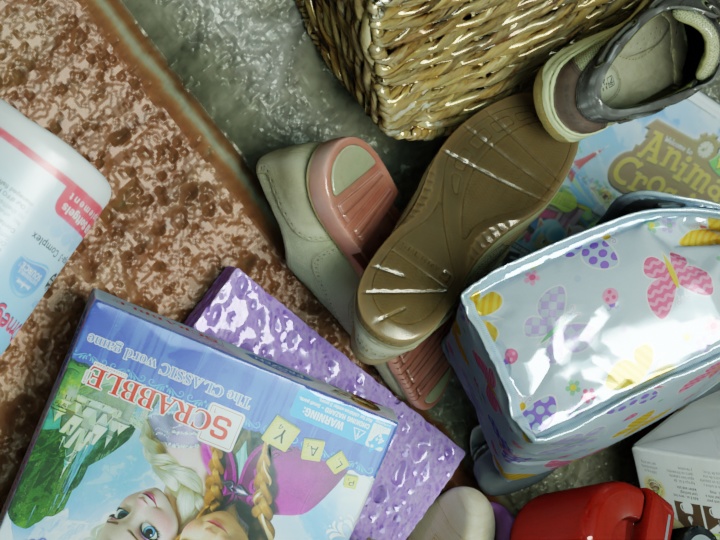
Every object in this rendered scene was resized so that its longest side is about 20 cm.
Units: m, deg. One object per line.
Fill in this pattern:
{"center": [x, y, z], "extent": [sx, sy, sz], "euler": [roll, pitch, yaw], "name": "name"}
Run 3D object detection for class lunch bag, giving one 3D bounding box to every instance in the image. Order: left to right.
{"center": [0.157, 0.029, 1.637], "extent": [0.199, 0.170, 0.128], "euler": [-22, 80, -6], "name": "lunch bag"}

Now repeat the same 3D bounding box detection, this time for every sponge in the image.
{"center": [-0.041, 0.099, 1.705], "extent": [0.200, 0.030, 0.112], "euler": [39, 83, -20], "name": "sponge"}

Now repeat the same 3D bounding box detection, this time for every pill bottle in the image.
{"center": [-0.239, 0.003, 1.578], "extent": [0.109, 0.109, 0.201], "euler": [36, 84, -20], "name": "pill bottle"}

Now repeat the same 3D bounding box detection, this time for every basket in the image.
{"center": [0.061, -0.187, 1.693], "extent": [0.199, 0.149, 0.143], "euler": [-26, 138, -16], "name": "basket"}

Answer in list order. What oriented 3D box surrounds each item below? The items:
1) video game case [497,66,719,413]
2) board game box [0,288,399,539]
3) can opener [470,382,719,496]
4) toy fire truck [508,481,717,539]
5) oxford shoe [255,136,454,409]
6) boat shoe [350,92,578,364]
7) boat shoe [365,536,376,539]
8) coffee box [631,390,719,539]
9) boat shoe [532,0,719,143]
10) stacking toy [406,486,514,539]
{"center": [0.187, -0.022, 1.744], "extent": [0.199, 0.022, 0.183], "euler": [30, 100, -27], "name": "video game case"}
{"center": [-0.106, 0.141, 1.645], "extent": [0.199, 0.041, 0.201], "euler": [22, 97, -9], "name": "board game box"}
{"center": [0.163, 0.089, 1.735], "extent": [0.199, 0.067, 0.054], "euler": [-24, 126, 3], "name": "can opener"}
{"center": [0.101, 0.201, 1.632], "extent": [0.200, 0.128, 0.177], "euler": [36, 55, -36], "name": "toy fire truck"}
{"center": [0.000, 0.000, 1.697], "extent": [0.071, 0.073, 0.201], "euler": [-49, 128, -38], "name": "oxford shoe"}
{"center": [0.057, -0.027, 1.654], "extent": [0.071, 0.065, 0.200], "euler": [40, 65, 5], "name": "boat shoe"}
{"center": [-0.008, 0.261, 1.692], "extent": [0.067, 0.072, 0.201], "euler": [21, 104, 8], "name": "boat shoe"}
{"center": [0.252, 0.182, 1.762], "extent": [0.114, 0.079, 0.201], "euler": [-31, 115, -40], "name": "coffee box"}
{"center": [0.193, -0.135, 1.655], "extent": [0.200, 0.065, 0.074], "euler": [-37, 112, -27], "name": "boat shoe"}
{"center": [0.125, 0.213, 1.755], "extent": [0.199, 0.085, 0.086], "euler": [28, 86, -24], "name": "stacking toy"}
